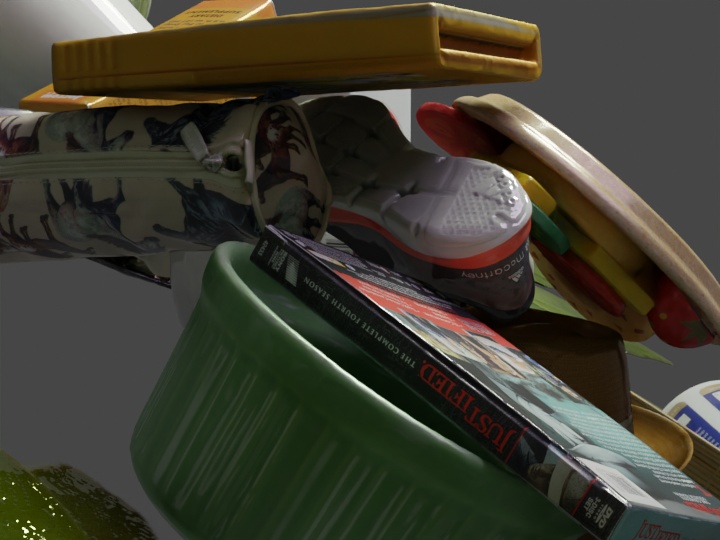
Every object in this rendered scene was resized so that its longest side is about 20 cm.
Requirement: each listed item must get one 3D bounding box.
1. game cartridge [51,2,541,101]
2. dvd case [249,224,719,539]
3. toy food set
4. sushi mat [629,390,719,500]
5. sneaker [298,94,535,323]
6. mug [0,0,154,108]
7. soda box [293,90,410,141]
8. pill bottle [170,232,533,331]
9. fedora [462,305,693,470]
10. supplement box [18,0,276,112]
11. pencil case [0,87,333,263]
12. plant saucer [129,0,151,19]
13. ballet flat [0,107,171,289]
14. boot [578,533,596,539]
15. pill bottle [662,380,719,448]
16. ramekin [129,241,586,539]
[{"bbox_3d":[-0.029,-0.101,0.888,0.199,0.033,0.176,-4,2,21],"label":"game cartridge"},{"bbox_3d":[0.060,0.052,0.759,0.200,0.022,0.146,36,8,31],"label":"dvd case"},{"bbox_3d":[0.114,-0.023,0.979,0.198,0.049,0.200,43,-1,-20],"label":"toy food set"},{"bbox_3d":[0.176,0.129,1.168,0.199,0.096,0.012,33,26,-12],"label":"sushi mat"},{"bbox_3d":[0.013,-0.025,0.924,0.200,0.077,0.082,33,-29,47],"label":"sneaker"},{"bbox_3d":[-0.218,-0.162,1.273,0.153,0.150,0.187,39,14,-7],"label":"mug"},{"bbox_3d":[-0.011,-0.047,1.179,0.063,0.201,0.068,-14,-23,36],"label":"soda box"},{"bbox_3d":[0.000,0.000,1.049,0.199,0.114,0.113,3,26,-40],"label":"pill bottle"},{"bbox_3d":[0.084,0.066,0.992,0.199,0.082,0.201,1,12,0],"label":"fedora"},{"bbox_3d":[-0.130,-0.116,1.193,0.066,0.069,0.200,4,30,34],"label":"supplement box"},{"bbox_3d":[-0.118,-0.044,0.874,0.199,0.078,0.089,-1,-20,22],"label":"pencil case"},{"bbox_3d":[-0.257,-0.216,1.362,0.199,0.200,0.050,30,37,-14],"label":"plant saucer"},{"bbox_3d":[-0.148,-0.034,1.029,0.200,0.073,0.073,27,9,-46],"label":"ballet flat"},{"bbox_3d":[0.181,0.175,1.051,0.199,0.066,0.175,34,20,14],"label":"boot"},{"bbox_3d":[0.296,0.168,1.321,0.115,0.116,0.200,28,9,-25],"label":"pill bottle"},{"bbox_3d":[-0.001,0.082,0.780,0.199,0.098,0.200,32,8,-5],"label":"ramekin"}]
